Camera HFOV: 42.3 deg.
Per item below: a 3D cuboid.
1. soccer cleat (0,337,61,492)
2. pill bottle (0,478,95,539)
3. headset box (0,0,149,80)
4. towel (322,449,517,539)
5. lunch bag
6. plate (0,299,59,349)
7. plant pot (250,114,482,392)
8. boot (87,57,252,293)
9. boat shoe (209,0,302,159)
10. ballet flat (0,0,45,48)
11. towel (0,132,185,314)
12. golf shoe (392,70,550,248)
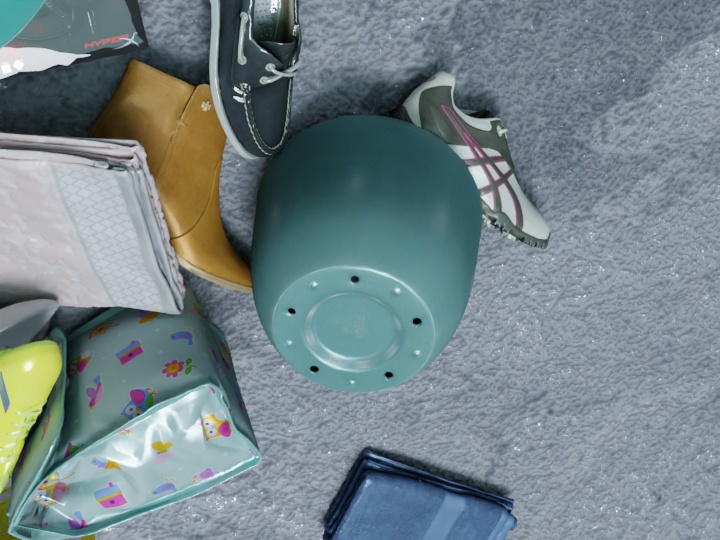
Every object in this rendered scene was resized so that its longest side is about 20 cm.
[{"bbox_3d":[-0.281,0.125,0.729,0.065,0.084,0.200,-2,145,-50],"label":"soccer cleat"},{"bbox_3d":[-0.284,0.269,0.802,0.109,0.200,0.110,-6,114,-14],"label":"pill bottle"},{"bbox_3d":[-0.248,-0.244,0.654,0.148,0.075,0.201,-16,116,-16],"label":"headset box"},{"bbox_3d":[0.064,0.269,0.993,0.200,0.049,0.112,22,105,-25],"label":"towel"},{"bbox_3d":[-0.204,0.119,0.777,0.200,0.170,0.122,-26,126,-2],"label":"lunch bag"},{"bbox_3d":[-0.348,0.101,0.709,0.032,0.200,0.200,47,115,4],"label":"plate"},{"bbox_3d":[0.000,0.000,0.756,0.200,0.161,0.201,3,126,4],"label":"plant pot"},{"bbox_3d":[-0.133,-0.075,0.776,0.201,0.071,0.144,29,88,-39],"label":"boot"},{"bbox_3d":[-0.078,-0.182,0.732,0.076,0.060,0.201,-39,130,-45],"label":"boat shoe"},{"bbox_3d":[-0.287,-0.145,0.596,0.200,0.064,0.076,-50,158,-14],"label":"ballet flat"},{"bbox_3d":[-0.238,-0.029,0.697,0.190,0.032,0.200,4,147,3],"label":"towel"},{"bbox_3d":[0.113,-0.092,0.837,0.200,0.077,0.088,35,93,-27],"label":"golf shoe"}]
